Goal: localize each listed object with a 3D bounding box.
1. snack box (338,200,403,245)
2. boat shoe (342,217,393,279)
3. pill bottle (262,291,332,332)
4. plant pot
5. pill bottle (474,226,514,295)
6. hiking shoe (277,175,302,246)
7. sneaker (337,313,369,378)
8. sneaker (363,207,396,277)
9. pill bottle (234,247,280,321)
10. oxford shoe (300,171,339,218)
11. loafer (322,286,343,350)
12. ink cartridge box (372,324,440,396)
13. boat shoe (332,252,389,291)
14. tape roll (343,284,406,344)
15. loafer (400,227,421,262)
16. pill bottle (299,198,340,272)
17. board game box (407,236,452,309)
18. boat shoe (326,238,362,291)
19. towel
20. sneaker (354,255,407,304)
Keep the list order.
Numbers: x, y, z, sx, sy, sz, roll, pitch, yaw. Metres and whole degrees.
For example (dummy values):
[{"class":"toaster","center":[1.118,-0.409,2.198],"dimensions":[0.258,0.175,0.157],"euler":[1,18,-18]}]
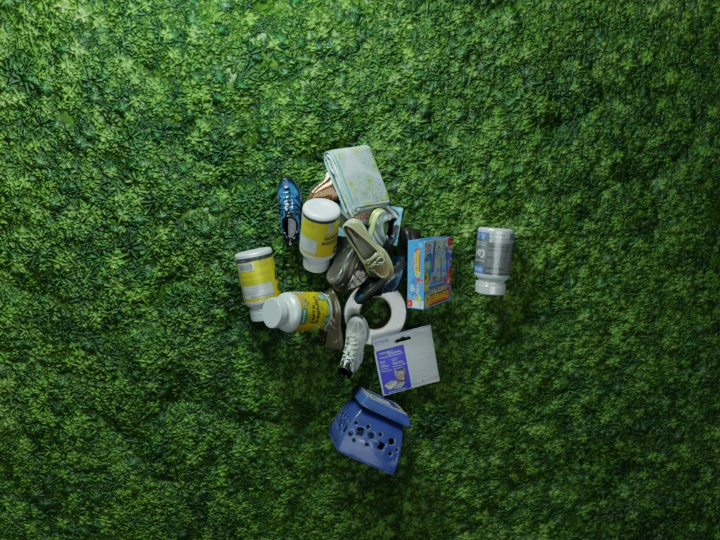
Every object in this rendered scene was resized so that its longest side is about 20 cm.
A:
[{"class":"snack box","center":[0.024,-0.151,1.659],"dimensions":[0.196,0.037,0.118],"euler":[9,96,-9]},{"class":"boat shoe","center":[0.019,-0.055,1.527],"dimensions":[0.073,0.063,0.202],"euler":[-30,98,26]},{"class":"pill bottle","center":[-0.183,0.119,1.568],"dimensions":[0.198,0.112,0.115],"euler":[3,99,-50]},{"class":"plant pot","center":[0.032,0.479,1.667],"dimensions":[0.198,0.200,0.182],"euler":[26,86,-10]},{"class":"pill bottle","center":[0.414,-0.030,1.690],"dimensions":[0.111,0.114,0.204],"euler":[3,97,-8]},{"class":"hiking shoe","center":[-0.204,-0.178,1.599],"dimensions":[0.073,0.087,0.204],"euler":[-8,98,-7]},{"class":"sneaker","center":[-0.021,0.239,1.632],"dimensions":[0.074,0.116,0.204],"euler":[10,119,9]},{"class":"sneaker","center":[0.059,-0.076,1.574],"dimensions":[0.073,0.080,0.204],"euler":[-4,105,-38]},{"class":"pill bottle","center":[-0.298,0.041,1.601],"dimensions":[0.112,0.114,0.204],"euler":[-11,99,-6]},{"class":"oxford shoe","center":[-0.102,-0.219,1.606],"dimensions":[0.071,0.071,0.201],"euler":[39,92,19]},{"class":"loafer","center":[-0.093,0.153,1.663],"dimensions":[0.066,0.076,0.204],"euler":[-9,98,-13]},{"class":"ink cartridge box","center":[0.144,0.279,1.717],"dimensions":[0.194,0.043,0.204],"euler":[-13,108,-6]},{"class":"boat shoe","center":[0.000,0.000,1.659],"dimensions":[0.198,0.065,0.072],"euler":[-31,93,-6]},{"class":"tape roll","center":[0.045,0.132,1.699],"dimensions":[0.199,0.037,0.207],"euler":[-1,98,-8]},{"class":"loafer","center":[0.178,-0.037,1.676],"dimensions":[0.070,0.073,0.204],"euler":[-14,103,-16]},{"class":"pill bottle","center":[-0.121,-0.098,1.581],"dimensions":[0.110,0.113,0.203],"euler":[3,126,-8]},{"class":"board game box","center":[0.211,0.003,1.630],"dimensions":[0.055,0.199,0.200],"euler":[5,99,33]},{"class":"boat shoe","center":[-0.034,-0.026,1.592],"dimensions":[0.073,0.074,0.202],"euler":[49,54,-34]},{"class":"towel","center":[-0.008,-0.263,1.582],"dimensions":[0.170,0.048,0.203],"euler":[-19,87,-44]},{"class":"sneaker","center":[0.071,0.046,1.638],"dimensions":[0.199,0.073,0.082],"euler":[-38,114,4]}]
